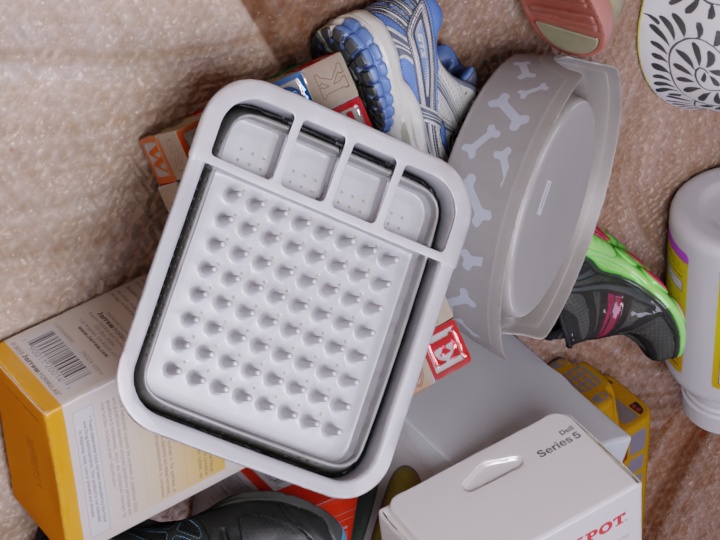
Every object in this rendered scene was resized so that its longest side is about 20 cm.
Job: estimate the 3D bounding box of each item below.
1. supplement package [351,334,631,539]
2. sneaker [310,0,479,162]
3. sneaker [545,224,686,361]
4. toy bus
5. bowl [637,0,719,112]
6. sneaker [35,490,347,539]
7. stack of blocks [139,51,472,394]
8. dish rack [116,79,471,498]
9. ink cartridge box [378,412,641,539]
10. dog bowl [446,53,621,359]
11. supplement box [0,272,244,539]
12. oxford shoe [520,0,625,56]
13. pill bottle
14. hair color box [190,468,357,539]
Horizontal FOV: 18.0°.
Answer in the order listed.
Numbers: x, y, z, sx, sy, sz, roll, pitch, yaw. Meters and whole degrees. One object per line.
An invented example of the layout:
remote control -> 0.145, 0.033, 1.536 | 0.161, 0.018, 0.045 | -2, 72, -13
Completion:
supplement package -> 0.057, 0.164, 1.551 | 0.151, 0.152, 0.200 | -8, 126, -37
sneaker -> 0.041, -0.090, 1.391 | 0.085, 0.077, 0.200 | -39, 141, -18
sneaker -> 0.158, 0.016, 1.596 | 0.084, 0.077, 0.200 | -48, 132, 9
toy bus -> 0.173, 0.150, 1.718 | 0.078, 0.065, 0.200 | -27, 136, -25
bowl -> 0.293, -0.176, 1.538 | 0.201, 0.094, 0.201 | -25, 136, -26
sneaker -> -0.107, 0.186, 1.392 | 0.200, 0.082, 0.073 | -6, 115, 9
stack of blocks -> -0.031, -0.011, 1.315 | 0.115, 0.059, 0.200 | -29, 100, -24
dish rack -> -0.041, 0.012, 1.252 | 0.172, 0.044, 0.200 | 23, 79, -24
ink cartridge box -> 0.099, 0.210, 1.441 | 0.145, 0.084, 0.200 | -26, 134, -21
dog bowl -> 0.101, -0.044, 1.421 | 0.200, 0.059, 0.200 | 18, 90, -72
supplement box -> -0.116, 0.069, 1.374 | 0.200, 0.074, 0.126 | -26, 135, -26
oxford shoe -> 0.121, -0.225, 1.375 | 0.074, 0.071, 0.200 | -57, 148, -31
pill bottle -> 0.277, 0.027, 1.684 | 0.104, 0.104, 0.200 | -28, 137, -24
hair color box -> -0.065, 0.202, 1.510 | 0.061, 0.102, 0.200 | -18, 133, -34
